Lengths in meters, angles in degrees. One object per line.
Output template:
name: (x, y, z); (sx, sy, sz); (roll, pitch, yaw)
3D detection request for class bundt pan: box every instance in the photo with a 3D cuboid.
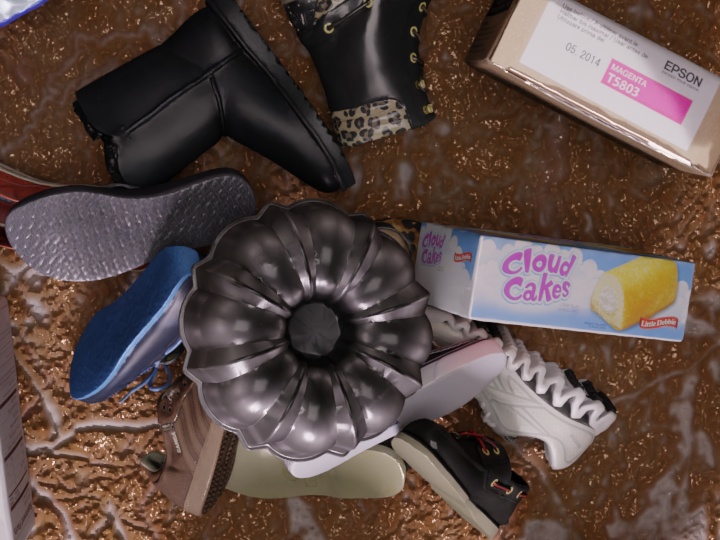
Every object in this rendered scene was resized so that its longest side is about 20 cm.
bundt pan: (-0.033, 0.045, 1.158); (0.199, 0.076, 0.205); (0, 90, -15)

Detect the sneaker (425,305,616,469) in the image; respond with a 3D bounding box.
sneaker: (0.119, 0.095, 1.319); (0.199, 0.075, 0.081); (34, 102, -5)

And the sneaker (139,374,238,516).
sneaker: (-0.129, 0.106, 1.246); (0.075, 0.070, 0.202); (27, 117, 13)

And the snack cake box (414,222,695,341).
snack cake box: (0.154, 0.008, 1.260); (0.198, 0.115, 0.068); (6, 96, -23)

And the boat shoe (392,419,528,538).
boat shoe: (0.083, 0.157, 1.265); (0.073, 0.201, 0.063); (36, 84, 32)

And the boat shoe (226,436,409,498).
boat shoe: (-0.055, 0.149, 1.320); (0.198, 0.063, 0.074); (2, 126, 9)

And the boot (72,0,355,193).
boot: (-0.122, -0.106, 1.278); (0.168, 0.076, 0.201); (-38, 92, -1)

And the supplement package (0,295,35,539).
supplement package: (-0.342, 0.132, 1.271); (0.115, 0.117, 0.203); (-6, 96, -3)

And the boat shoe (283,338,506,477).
boat shoe: (0.020, 0.095, 1.260); (0.198, 0.072, 0.068); (-27, 60, -1)

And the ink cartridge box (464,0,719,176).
ink cartridge box: (0.192, -0.154, 1.247); (0.198, 0.165, 0.076); (27, 94, -6)

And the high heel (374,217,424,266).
high heel: (0.000, 0.000, 1.263); (0.197, 0.143, 0.072); (-8, 95, -2)

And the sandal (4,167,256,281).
sandal: (-0.182, -0.039, 1.239); (0.197, 0.043, 0.077); (-7, 112, -12)

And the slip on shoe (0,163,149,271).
slip on shoe: (-0.258, -0.038, 1.275); (0.198, 0.061, 0.075); (18, 126, -2)

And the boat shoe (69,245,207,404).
boat shoe: (-0.169, 0.057, 1.263); (0.068, 0.199, 0.085); (14, 56, -35)

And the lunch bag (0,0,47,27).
lunch bag: (-0.341, -0.273, 1.226); (0.169, 0.127, 0.202); (-28, 87, 0)

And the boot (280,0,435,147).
boot: (0.044, -0.202, 1.285); (0.201, 0.074, 0.156); (-19, 101, -1)
